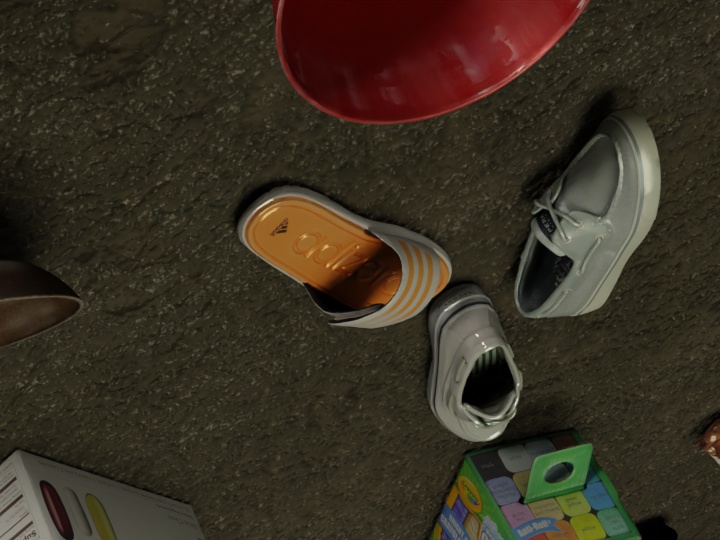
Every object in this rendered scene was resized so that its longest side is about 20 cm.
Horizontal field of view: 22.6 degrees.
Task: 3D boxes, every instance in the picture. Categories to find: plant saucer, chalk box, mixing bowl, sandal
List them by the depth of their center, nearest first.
[{"bbox_3d":[0.028,-0.189,0.973,0.198,0.109,0.201,-19,145,-14],"label":"mixing bowl"},{"bbox_3d":[-0.261,0.031,1.050,0.198,0.032,0.200,-15,171,-2],"label":"plant saucer"},{"bbox_3d":[-0.006,0.005,1.236,0.079,0.059,0.206,-43,143,20],"label":"sandal"},{"bbox_3d":[0.152,0.229,1.574,0.124,0.124,0.201,-9,141,-27],"label":"chalk box"}]

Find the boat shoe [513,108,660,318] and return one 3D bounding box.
[{"bbox_3d":[0.157,-0.031,1.298,0.071,0.070,0.202,-16,146,-24],"label":"boat shoe"}]

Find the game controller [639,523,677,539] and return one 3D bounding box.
[{"bbox_3d":[0.271,0.333,1.861,0.103,0.042,0.201,-17,144,-17],"label":"game controller"}]

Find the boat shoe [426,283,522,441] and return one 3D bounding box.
[{"bbox_3d":[0.090,0.093,1.408,0.073,0.067,0.201,-27,145,-3],"label":"boat shoe"}]

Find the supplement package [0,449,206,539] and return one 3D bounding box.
[{"bbox_3d":[-0.220,0.242,1.336,0.156,0.111,0.199,-41,144,16],"label":"supplement package"}]

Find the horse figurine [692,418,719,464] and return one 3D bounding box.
[{"bbox_3d":[0.425,0.133,1.702,0.199,0.050,0.132,-36,128,23],"label":"horse figurine"}]
